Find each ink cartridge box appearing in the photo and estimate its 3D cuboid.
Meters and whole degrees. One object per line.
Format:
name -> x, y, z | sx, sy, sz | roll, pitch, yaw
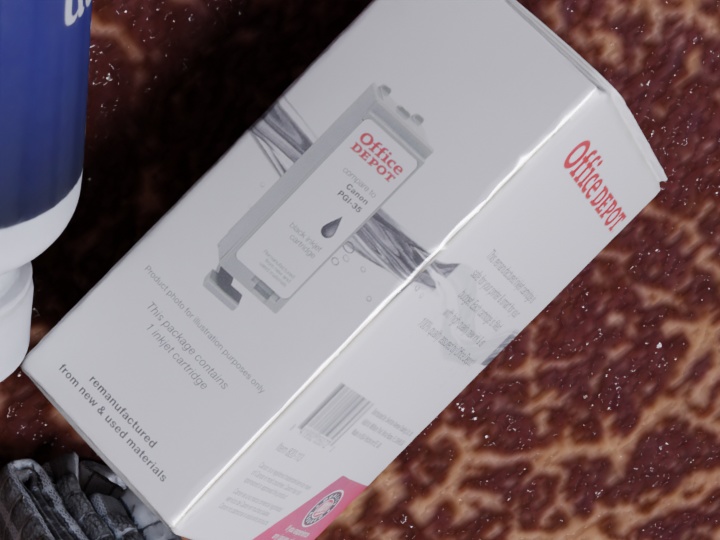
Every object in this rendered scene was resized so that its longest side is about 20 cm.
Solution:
ink cartridge box -> 0.000, 0.000, 0.937 | 0.200, 0.083, 0.147 | -45, 162, 1

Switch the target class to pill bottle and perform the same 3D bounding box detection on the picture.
pill bottle -> -0.138, -0.064, 0.837 | 0.111, 0.111, 0.201 | -9, 123, -25

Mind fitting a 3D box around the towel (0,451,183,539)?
towel -> -0.095, 0.178, 0.955 | 0.085, 0.200, 0.166 | 2, 119, -31
